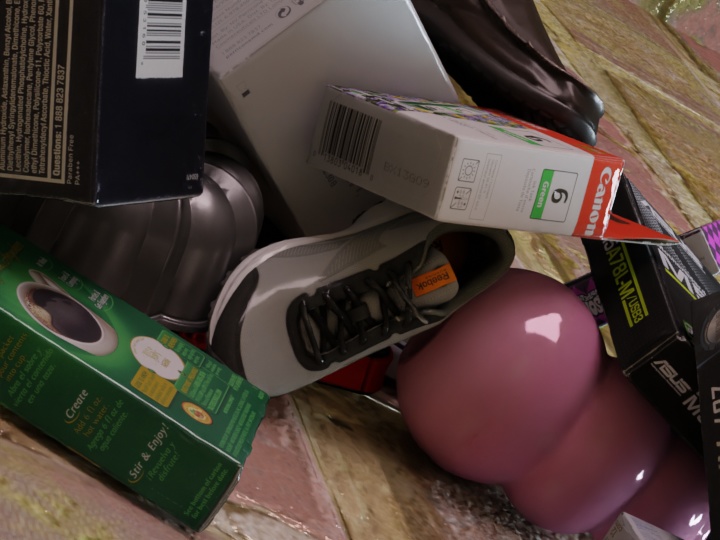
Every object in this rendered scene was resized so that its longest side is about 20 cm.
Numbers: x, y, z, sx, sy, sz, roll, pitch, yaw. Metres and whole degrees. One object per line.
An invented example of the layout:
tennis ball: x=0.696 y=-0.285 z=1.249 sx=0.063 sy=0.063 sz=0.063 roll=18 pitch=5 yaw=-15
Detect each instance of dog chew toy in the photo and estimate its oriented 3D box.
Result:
dog chew toy: x=0.118 y=0.090 z=1.586 sx=0.200 sy=0.125 sz=0.125 roll=39 pitch=14 yaw=-9

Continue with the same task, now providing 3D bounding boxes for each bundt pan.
bundt pan: x=-0.138 y=-0.052 z=1.519 sx=0.202 sy=0.076 sz=0.202 roll=25 pitch=21 yaw=-10

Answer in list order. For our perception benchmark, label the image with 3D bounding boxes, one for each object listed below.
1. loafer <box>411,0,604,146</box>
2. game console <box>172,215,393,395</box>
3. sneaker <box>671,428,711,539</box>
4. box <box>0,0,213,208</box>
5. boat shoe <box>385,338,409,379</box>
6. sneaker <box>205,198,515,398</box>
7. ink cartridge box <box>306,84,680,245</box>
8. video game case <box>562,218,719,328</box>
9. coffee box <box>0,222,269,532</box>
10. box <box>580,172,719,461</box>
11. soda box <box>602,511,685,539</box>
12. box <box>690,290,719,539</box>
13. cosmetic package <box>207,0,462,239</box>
loafer: x=0.075 y=-0.143 z=1.622 sx=0.200 sy=0.071 sz=0.073 roll=42 pitch=-9 yaw=29
game console: x=-0.085 y=-0.001 z=1.622 sx=0.177 sy=0.031 sz=0.200 roll=12 pitch=25 yaw=-42
sneaker: x=0.172 y=0.106 z=1.705 sx=0.200 sy=0.085 sz=0.075 roll=40 pitch=16 yaw=23
box: x=-0.182 y=-0.141 z=1.371 sx=0.198 sy=0.201 sz=0.123 roll=7 pitch=6 yaw=23
boat shoe: x=0.000 y=0.000 z=1.720 sx=0.072 sy=0.062 sz=0.200 roll=19 pitch=20 yaw=-43
sneaker: x=-0.001 y=0.011 z=1.500 sx=0.200 sy=0.074 sz=0.079 roll=-30 pitch=23 yaw=-33
ink cartridge box: x=0.081 y=-0.057 z=1.540 sx=0.200 sy=0.050 sz=0.109 roll=4 pitch=15 yaw=-43
video game case: x=0.167 y=0.013 z=1.822 sx=0.036 sy=0.181 sz=0.200 roll=66 pitch=18 yaw=3
coffee box: x=-0.141 y=0.039 z=1.335 sx=0.200 sy=0.044 sz=0.123 roll=33 pitch=14 yaw=-4
box: x=0.210 y=0.062 z=1.625 sx=0.200 sy=0.047 sz=0.193 roll=46 pitch=18 yaw=-24
soda box: x=0.208 y=0.205 z=1.501 sx=0.200 sy=0.068 sz=0.064 roll=26 pitch=17 yaw=-26
box: x=0.263 y=0.108 z=1.531 sx=0.200 sy=0.043 sz=0.161 roll=21 pitch=57 yaw=-42
cosmetic package: x=-0.043 y=-0.124 z=1.627 sx=0.200 sy=0.123 sz=0.200 roll=44 pitch=-12 yaw=45
